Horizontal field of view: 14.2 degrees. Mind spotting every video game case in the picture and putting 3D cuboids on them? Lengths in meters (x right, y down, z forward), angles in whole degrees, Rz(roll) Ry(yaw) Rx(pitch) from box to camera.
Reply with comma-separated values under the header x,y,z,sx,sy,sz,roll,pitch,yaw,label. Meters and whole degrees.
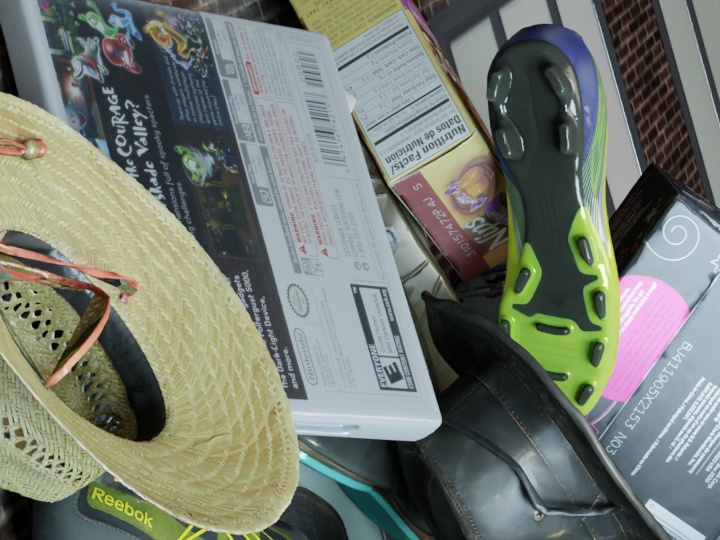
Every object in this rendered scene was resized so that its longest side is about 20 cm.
x,y,z,sx,sy,sz,roll,pitch,yaw,label
-0.060,-0.024,1.236,0.181,0.023,0.201,6,59,-44,video game case

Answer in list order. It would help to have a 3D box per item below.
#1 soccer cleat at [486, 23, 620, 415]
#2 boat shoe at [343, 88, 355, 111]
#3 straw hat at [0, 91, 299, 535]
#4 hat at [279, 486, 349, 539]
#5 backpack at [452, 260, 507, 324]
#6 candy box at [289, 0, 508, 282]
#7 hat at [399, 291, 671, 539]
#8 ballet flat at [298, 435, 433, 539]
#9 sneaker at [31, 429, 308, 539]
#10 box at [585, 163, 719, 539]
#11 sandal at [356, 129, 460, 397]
x,y,z,sx,sy,sz,roll,pitch,yaw,label
0.102,-0.025,1.434,0.084,0.064,0.201,-40,127,-63,soccer cleat
-0.066,-0.038,1.320,0.060,0.072,0.202,41,40,-8,boat shoe
-0.120,0.035,1.079,0.201,0.085,0.201,43,23,-23,straw hat
0.014,0.187,1.368,0.200,0.080,0.202,-15,90,-72,hat
0.148,0.063,1.673,0.154,0.190,0.201,-20,96,-55,backpack
0.018,-0.103,1.509,0.201,0.056,0.117,64,7,32,candy box
0.072,0.106,1.348,0.201,0.081,0.201,46,-9,9,hat
0.003,0.080,1.425,0.069,0.068,0.200,-57,157,-5,ballet flat
-0.073,0.104,1.185,0.200,0.074,0.085,9,68,-70,sneaker
0.155,0.065,1.527,0.132,0.200,0.115,34,9,-8,box
0.000,0.000,1.490,0.054,0.080,0.201,-115,180,-71,sandal
